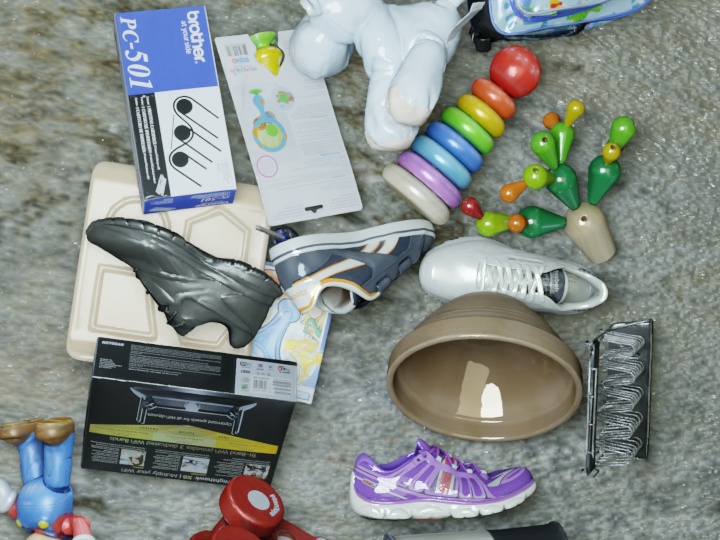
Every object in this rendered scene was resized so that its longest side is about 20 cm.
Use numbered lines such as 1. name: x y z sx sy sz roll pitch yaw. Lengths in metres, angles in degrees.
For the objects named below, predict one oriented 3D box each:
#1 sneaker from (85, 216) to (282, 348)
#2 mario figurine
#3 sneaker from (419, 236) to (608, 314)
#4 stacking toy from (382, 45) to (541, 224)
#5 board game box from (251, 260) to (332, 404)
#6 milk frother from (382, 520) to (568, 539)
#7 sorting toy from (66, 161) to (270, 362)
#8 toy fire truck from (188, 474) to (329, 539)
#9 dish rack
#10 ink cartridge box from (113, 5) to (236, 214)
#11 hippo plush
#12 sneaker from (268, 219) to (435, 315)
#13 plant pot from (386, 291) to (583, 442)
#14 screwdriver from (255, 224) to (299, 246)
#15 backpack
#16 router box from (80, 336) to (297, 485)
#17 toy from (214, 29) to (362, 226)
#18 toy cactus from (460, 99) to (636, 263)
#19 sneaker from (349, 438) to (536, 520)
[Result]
1. sneaker: -0.179 0.011 1.414 0.199 0.076 0.091 25 89 -5
2. mario figurine: -0.320 0.250 1.446 0.105 0.123 0.201 -7 89 -21
3. sneaker: 0.160 0.008 1.525 0.199 0.080 0.077 5 94 -15
4. stacking toy: 0.115 -0.147 1.510 0.085 0.085 0.200 40 90 -9
5. board game box: -0.132 0.051 1.508 0.199 0.034 0.136 13 90 -9
6. milk frother: 0.129 0.362 1.482 0.187 0.200 0.182 -3 97 -9
7. sorting toy: -0.191 0.002 1.465 0.184 0.036 0.201 9 85 -9
8. toy fire truck: -0.092 0.313 1.450 0.167 0.200 0.112 30 117 -9
9. dish rack: 0.264 0.132 1.503 0.054 0.200 0.155 1 93 18
10. ink cartridge box: -0.186 -0.161 1.454 0.093 0.044 0.201 -7 74 -13
11. hippo plush: 0.008 -0.222 1.440 0.160 0.160 0.200 26 130 -6
12. sneaker: 0.000 0.000 1.477 0.199 0.078 0.080 -11 77 -36
13. plant pot: 0.130 0.088 1.502 0.200 0.201 0.093 15 52 -9
14. screwdriver: -0.080 -0.037 1.433 0.029 0.200 0.028 -39 83 -1
15. backpack: 0.212 -0.332 1.494 0.199 0.147 0.184 -11 97 -12
16. router box: -0.172 0.145 1.449 0.199 0.158 0.052 8 47 -10
17. toy: -0.080 -0.145 1.496 0.115 0.047 0.201 -12 84 -33
18. toy cactus: 0.215 -0.078 1.545 0.200 0.102 0.165 -39 116 -8
19. sneaker: 0.088 0.218 1.532 0.199 0.081 0.084 -1 87 -9
